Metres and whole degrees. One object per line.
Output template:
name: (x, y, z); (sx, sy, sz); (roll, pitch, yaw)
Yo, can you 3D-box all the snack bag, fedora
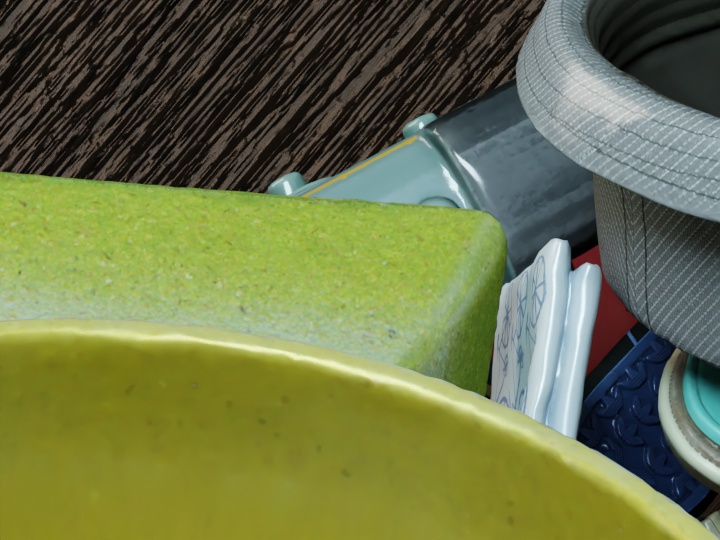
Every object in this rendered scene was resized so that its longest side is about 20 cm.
snack bag: (0.038, 0.095, 0.705); (0.200, 0.021, 0.189); (98, -179, -84)
fedora: (0.137, -0.031, 0.642); (0.200, 0.177, 0.091); (-22, -54, -31)

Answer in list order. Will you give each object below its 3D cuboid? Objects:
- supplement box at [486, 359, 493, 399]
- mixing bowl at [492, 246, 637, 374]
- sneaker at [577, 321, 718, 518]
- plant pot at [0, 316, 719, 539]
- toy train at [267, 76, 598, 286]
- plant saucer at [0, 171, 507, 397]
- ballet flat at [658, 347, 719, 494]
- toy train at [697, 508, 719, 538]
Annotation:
supplement box: (-0.045, 0.132, 0.924); (0.200, 0.134, 0.200); (-56, 1, 32)
mixing bowl: (0.098, 0.049, 1.102); (0.200, 0.108, 0.200); (-38, -13, -11)
sneaker: (0.126, 0.026, 0.819); (0.200, 0.070, 0.078); (-37, -6, -25)
plant pot: (-0.037, 0.118, 0.361); (0.200, 0.200, 0.142); (-44, -33, -57)
toy train: (0.000, 0.000, 0.787); (0.200, 0.085, 0.114); (-27, -5, -14)
plant saucer: (-0.067, 0.077, 0.653); (0.048, 0.199, 0.200); (-102, 18, -65)
ballet flat: (0.134, 0.029, 0.706); (0.200, 0.069, 0.070); (-41, -9, -50)
toy train: (0.090, 0.099, 0.732); (0.046, 0.034, 0.200); (-29, -8, -12)
